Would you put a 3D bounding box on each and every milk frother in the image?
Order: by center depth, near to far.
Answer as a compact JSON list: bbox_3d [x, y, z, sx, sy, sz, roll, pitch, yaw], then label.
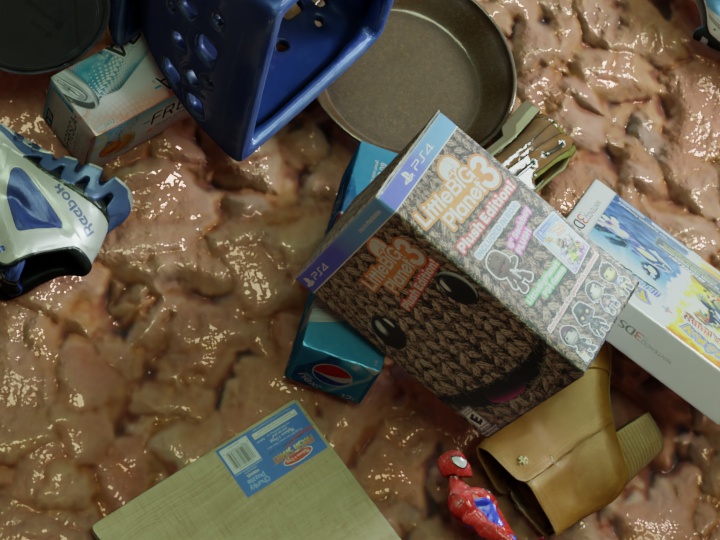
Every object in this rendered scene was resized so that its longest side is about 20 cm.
[{"bbox_3d":[-0.331,-0.254,1.490,0.199,0.180,0.189,-36,50,14],"label":"milk frother"}]

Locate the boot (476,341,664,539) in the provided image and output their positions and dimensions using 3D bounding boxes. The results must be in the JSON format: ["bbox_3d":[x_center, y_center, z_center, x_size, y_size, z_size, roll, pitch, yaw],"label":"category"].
[{"bbox_3d":[0.145,0.105,1.493,0.143,0.071,0.202,-28,78,-29],"label":"boot"}]

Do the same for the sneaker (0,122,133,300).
[{"bbox_3d":[-0.285,-0.046,1.435,0.198,0.081,0.116,21,57,-8],"label":"sneaker"}]

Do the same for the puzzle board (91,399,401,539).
[{"bbox_3d":[-0.083,0.207,1.403,0.199,0.017,0.151,-30,74,-29],"label":"puzzle board"}]

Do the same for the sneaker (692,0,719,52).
[{"bbox_3d":[0.363,-0.218,1.740,0.072,0.072,0.200,-39,85,5],"label":"sneaker"}]

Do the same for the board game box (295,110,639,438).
[{"bbox_3d":[0.078,0.007,1.386,0.200,0.159,0.097,39,57,-4],"label":"board game box"}]

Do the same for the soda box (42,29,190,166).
[{"bbox_3d":[-0.166,-0.165,1.544,0.199,0.064,0.069,-33,76,-29],"label":"soda box"}]

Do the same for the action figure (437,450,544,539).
[{"bbox_3d":[0.122,0.225,1.428,0.052,0.065,0.201,-38,77,4],"label":"action figure"}]

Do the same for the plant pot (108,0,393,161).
[{"bbox_3d":[-0.088,-0.245,1.464,0.179,0.201,0.200,37,59,13],"label":"plant pot"}]

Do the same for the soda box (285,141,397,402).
[{"bbox_3d":[0.000,0.000,1.499,0.067,0.064,0.201,19,59,-6],"label":"soda box"}]

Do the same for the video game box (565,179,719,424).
[{"bbox_3d":[0.245,0.021,1.534,0.199,0.047,0.182,37,29,4],"label":"video game box"}]

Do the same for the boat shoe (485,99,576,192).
[{"bbox_3d":[0.121,-0.066,1.574,0.068,0.072,0.200,36,59,4],"label":"boat shoe"}]

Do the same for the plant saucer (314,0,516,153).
[{"bbox_3d":[0.039,-0.176,1.629,0.198,0.037,0.202,8,61,-14],"label":"plant saucer"}]
